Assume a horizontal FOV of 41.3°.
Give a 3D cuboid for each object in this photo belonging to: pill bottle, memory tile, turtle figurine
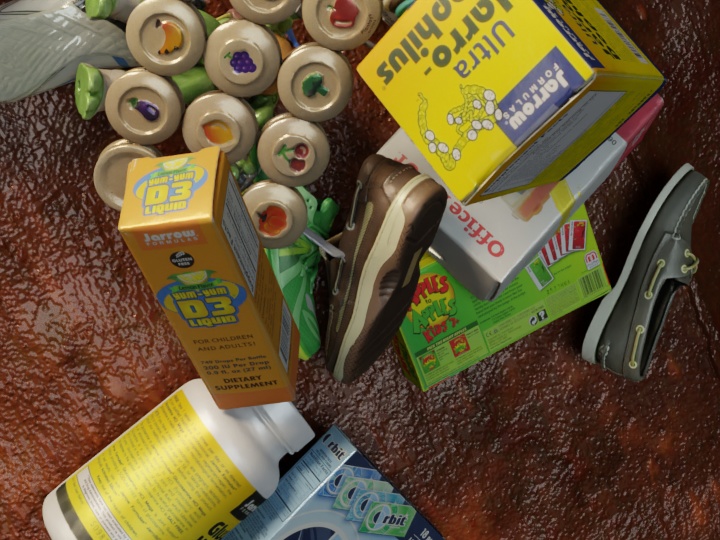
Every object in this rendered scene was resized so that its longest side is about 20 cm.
[{"bbox_3d":[-0.137,0.160,0.750,0.199,0.112,0.113,-39,109,-8],"label":"pill bottle"},{"bbox_3d":[-0.083,-0.113,0.616,0.151,0.017,0.202,16,117,-12],"label":"memory tile"},{"bbox_3d":[-0.087,-0.134,0.655,0.192,0.144,0.202,3,54,-28],"label":"turtle figurine"}]

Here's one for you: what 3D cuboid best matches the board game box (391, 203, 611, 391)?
[{"bbox_3d":[0.115,0.012,0.843,0.198,0.048,0.103,-26,106,-13],"label":"board game box"}]

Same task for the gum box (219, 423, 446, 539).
[{"bbox_3d":[-0.042,0.254,0.809,0.200,0.044,0.170,-44,129,-6],"label":"gum box"}]

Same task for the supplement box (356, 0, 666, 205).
[{"bbox_3d":[0.107,-0.127,0.622,0.109,0.199,0.110,-44,77,27],"label":"supplement box"}]

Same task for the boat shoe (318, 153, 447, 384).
[{"bbox_3d":[0.004,-0.002,0.746,0.074,0.075,0.204,-30,150,-48],"label":"boat shoe"}]

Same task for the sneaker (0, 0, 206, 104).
[{"bbox_3d":[-0.206,-0.175,0.697,0.198,0.072,0.073,-23,125,-28],"label":"sneaker"}]

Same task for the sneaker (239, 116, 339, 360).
[{"bbox_3d":[-0.053,-0.024,0.766,0.082,0.074,0.203,-12,103,-12],"label":"sneaker"}]

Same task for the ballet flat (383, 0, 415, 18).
[{"bbox_3d":[0.067,-0.209,0.648,0.199,0.069,0.071,-22,111,-55],"label":"ballet flat"}]

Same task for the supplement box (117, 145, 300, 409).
[{"bbox_3d":[-0.096,0.013,0.650,0.066,0.069,0.201,-7,136,10],"label":"supplement box"}]

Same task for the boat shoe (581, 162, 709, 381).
[{"bbox_3d":[0.273,0.003,0.874,0.072,0.060,0.204,17,100,-60],"label":"boat shoe"}]

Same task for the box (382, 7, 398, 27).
[{"bbox_3d":[0.076,-0.281,0.739,0.060,0.116,0.202,24,91,22],"label":"box"}]

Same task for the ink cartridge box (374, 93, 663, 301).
[{"bbox_3d":[0.121,-0.097,0.773,0.145,0.083,0.200,42,82,9],"label":"ink cartridge box"}]
